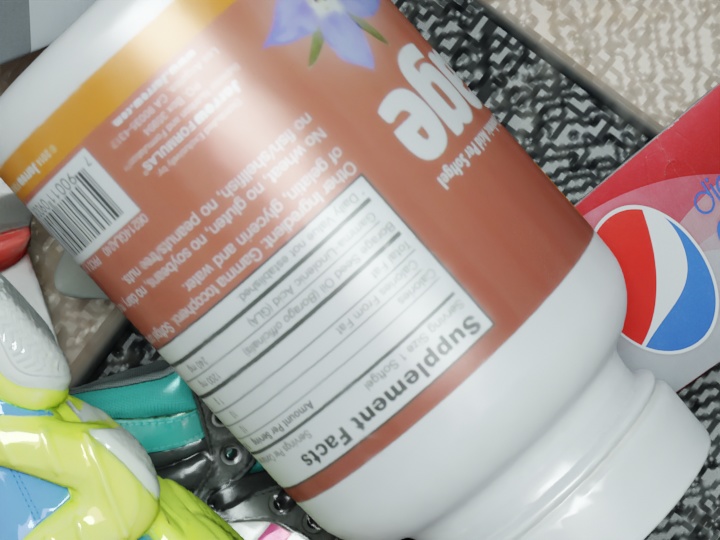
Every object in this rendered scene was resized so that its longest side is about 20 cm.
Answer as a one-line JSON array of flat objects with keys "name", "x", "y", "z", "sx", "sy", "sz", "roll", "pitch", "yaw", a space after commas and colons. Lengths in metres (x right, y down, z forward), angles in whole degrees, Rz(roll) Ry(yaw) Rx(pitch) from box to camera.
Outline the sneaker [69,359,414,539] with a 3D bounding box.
[{"name": "sneaker", "x": -0.015, "y": 0.066, "z": 0.771, "sx": 0.199, "sy": 0.084, "sz": 0.121, "roll": 2, "pitch": 95, "yaw": 6}]

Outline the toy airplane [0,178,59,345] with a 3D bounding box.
[{"name": "toy airplane", "x": -0.189, "y": 0.006, "z": 0.755, "sx": 0.199, "sy": 0.141, "sz": 0.200, "roll": 24, "pitch": 80, "yaw": 12}]

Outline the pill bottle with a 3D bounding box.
[{"name": "pill bottle", "x": 0.000, "y": 0.000, "z": 0.693, "sx": 0.112, "sy": 0.112, "sz": 0.200, "roll": -42, "pitch": 95, "yaw": 0}]

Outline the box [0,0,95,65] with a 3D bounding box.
[{"name": "box", "x": -0.181, "y": -0.093, "z": 0.731, "sx": 0.200, "sy": 0.041, "sz": 0.156, "roll": -27, "pitch": 47, "yaw": -29}]

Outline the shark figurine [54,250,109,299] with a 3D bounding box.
[{"name": "shark figurine", "x": -0.023, "y": -0.096, "z": 0.777, "sx": 0.127, "sy": 0.090, "sz": 0.216, "roll": 5, "pitch": 85, "yaw": -3}]

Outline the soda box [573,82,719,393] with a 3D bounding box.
[{"name": "soda box", "x": 0.119, "y": -0.024, "z": 0.711, "sx": 0.070, "sy": 0.200, "sz": 0.064, "roll": -29, "pitch": 81, "yaw": -43}]

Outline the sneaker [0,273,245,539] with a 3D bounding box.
[{"name": "sneaker", "x": -0.111, "y": 0.065, "z": 0.694, "sx": 0.105, "sy": 0.076, "sz": 0.200, "roll": -43, "pitch": 92, "yaw": -3}]
